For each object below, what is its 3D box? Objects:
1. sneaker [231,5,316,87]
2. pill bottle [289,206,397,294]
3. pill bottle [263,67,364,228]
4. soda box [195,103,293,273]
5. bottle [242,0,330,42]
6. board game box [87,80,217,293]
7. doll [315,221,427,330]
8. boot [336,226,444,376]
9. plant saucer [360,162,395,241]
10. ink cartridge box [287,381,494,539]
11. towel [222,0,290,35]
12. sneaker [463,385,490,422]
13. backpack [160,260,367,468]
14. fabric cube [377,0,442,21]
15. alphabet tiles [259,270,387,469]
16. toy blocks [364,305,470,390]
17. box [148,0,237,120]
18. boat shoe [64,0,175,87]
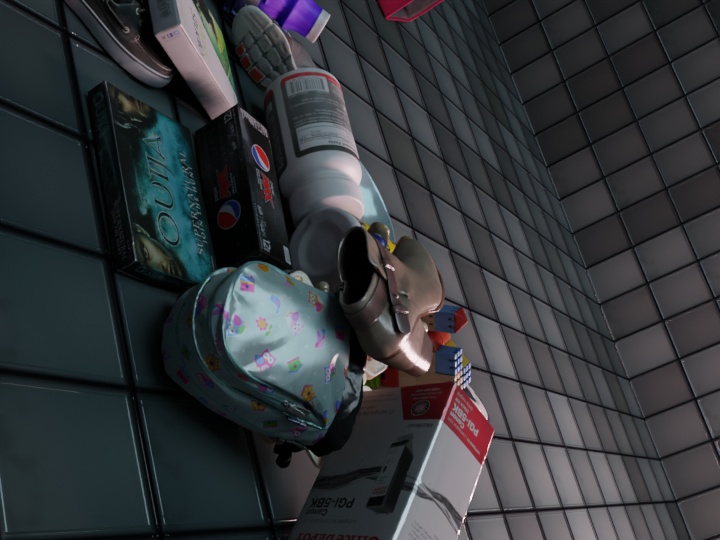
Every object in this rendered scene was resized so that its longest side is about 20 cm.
[{"bbox_3d":[-0.112,-0.300,1.325,0.201,0.076,0.083,50,26,-37],"label":"sneaker"},{"bbox_3d":[0.000,0.000,1.218,0.199,0.110,0.113,29,41,-56],"label":"pill bottle"},{"bbox_3d":[-0.061,-0.156,1.241,0.113,0.112,0.204,30,41,-54],"label":"pill bottle"},{"bbox_3d":[-0.133,-0.081,1.052,0.063,0.070,0.204,32,39,-51],"label":"soda box"},{"bbox_3d":[-0.134,-0.397,1.306,0.198,0.066,0.084,34,25,-13],"label":"bottle"},{"bbox_3d":[-0.206,-0.078,0.941,0.135,0.028,0.204,26,44,-59],"label":"board game box"},{"bbox_3d":[0.014,0.040,1.047,0.134,0.049,0.202,25,51,-1],"label":"doll"},{"bbox_3d":[0.026,0.006,0.945,0.147,0.069,0.203,49,25,-41],"label":"boot"},{"bbox_3d":[-0.014,-0.092,1.378,0.202,0.038,0.203,50,26,-35],"label":"plant saucer"},{"bbox_3d":[0.029,0.219,0.922,0.083,0.145,0.202,49,49,-27],"label":"ink cartridge box"},{"bbox_3d":[-0.137,-0.345,1.398,0.201,0.023,0.147,51,24,-35],"label":"towel"},{"bbox_3d":[0.142,0.225,1.341,0.130,0.079,0.200,45,18,-23],"label":"sneaker"},{"bbox_3d":[-0.088,0.074,0.889,0.198,0.126,0.170,29,49,-33],"label":"backpack"},{"bbox_3d":[0.118,-0.708,2.121,0.202,0.194,0.200,62,23,-1],"label":"fabric cube"},{"bbox_3d":[-0.053,0.102,1.007,0.198,0.015,0.198,-27,86,-44],"label":"alphabet tiles"},{"bbox_3d":[0.071,0.112,1.131,0.100,0.134,0.205,-28,119,-59],"label":"toy blocks"},{"bbox_3d":[-0.197,-0.277,1.089,0.201,0.036,0.147,63,11,-65],"label":"box"},{"bbox_3d":[-0.260,-0.279,0.994,0.200,0.056,0.070,47,28,-37],"label":"boat shoe"}]
